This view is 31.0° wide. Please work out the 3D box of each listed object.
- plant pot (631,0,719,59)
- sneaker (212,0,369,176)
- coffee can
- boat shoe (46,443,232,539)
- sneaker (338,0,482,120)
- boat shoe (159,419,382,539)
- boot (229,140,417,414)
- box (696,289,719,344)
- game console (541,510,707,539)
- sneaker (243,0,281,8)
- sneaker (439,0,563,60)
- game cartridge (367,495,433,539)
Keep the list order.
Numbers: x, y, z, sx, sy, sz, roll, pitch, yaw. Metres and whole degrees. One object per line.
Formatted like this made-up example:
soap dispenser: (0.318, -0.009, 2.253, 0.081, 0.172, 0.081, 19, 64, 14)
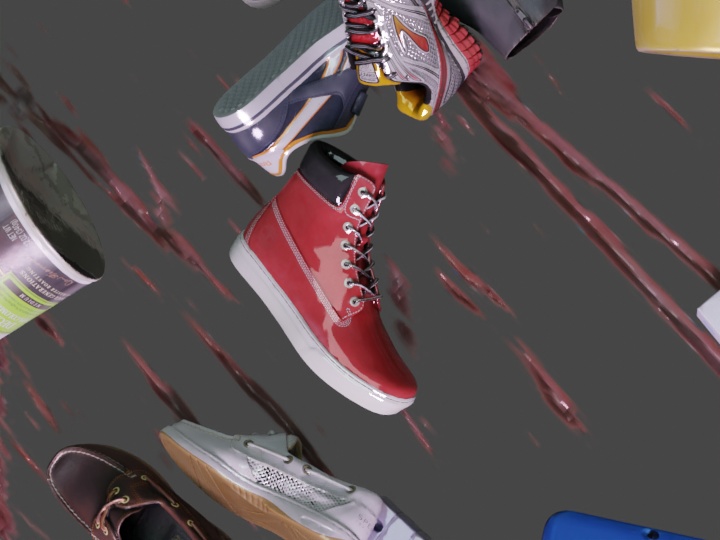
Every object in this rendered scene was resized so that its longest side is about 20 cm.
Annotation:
plant pot: (0.275, -0.252, 0.946, 0.198, 0.201, 0.192, 5, 98, 14)
sneaker: (-0.026, -0.162, 1.060, 0.200, 0.078, 0.080, -43, 119, -10)
coffee can: (-0.334, -0.005, 1.071, 0.199, 0.146, 0.147, -31, 75, 7)
boat shoe: (-0.175, 0.200, 1.041, 0.198, 0.070, 0.071, 28, 89, 17)
sneaker: (0.022, -0.184, 0.984, 0.077, 0.200, 0.083, 27, 81, 44)
boat shoe: (-0.070, 0.161, 1.025, 0.198, 0.071, 0.070, 25, 62, 25)
boot: (0.000, 0.000, 1.008, 0.200, 0.072, 0.145, 49, 113, 18)
box: (0.372, 0.027, 0.948, 0.199, 0.041, 0.157, -39, 74, 6)
game console: (0.217, 0.297, 0.955, 0.197, 0.118, 0.173, 10, 115, 15)
sneaker: (-0.144, -0.310, 1.090, 0.077, 0.111, 0.200, -42, 74, 4)
sneaker: (0.148, -0.270, 1.039, 0.106, 0.075, 0.200, 43, 102, 11)
game cartridge: (0.002, 0.294, 1.002, 0.129, 0.038, 0.201, 40, 92, 12)
